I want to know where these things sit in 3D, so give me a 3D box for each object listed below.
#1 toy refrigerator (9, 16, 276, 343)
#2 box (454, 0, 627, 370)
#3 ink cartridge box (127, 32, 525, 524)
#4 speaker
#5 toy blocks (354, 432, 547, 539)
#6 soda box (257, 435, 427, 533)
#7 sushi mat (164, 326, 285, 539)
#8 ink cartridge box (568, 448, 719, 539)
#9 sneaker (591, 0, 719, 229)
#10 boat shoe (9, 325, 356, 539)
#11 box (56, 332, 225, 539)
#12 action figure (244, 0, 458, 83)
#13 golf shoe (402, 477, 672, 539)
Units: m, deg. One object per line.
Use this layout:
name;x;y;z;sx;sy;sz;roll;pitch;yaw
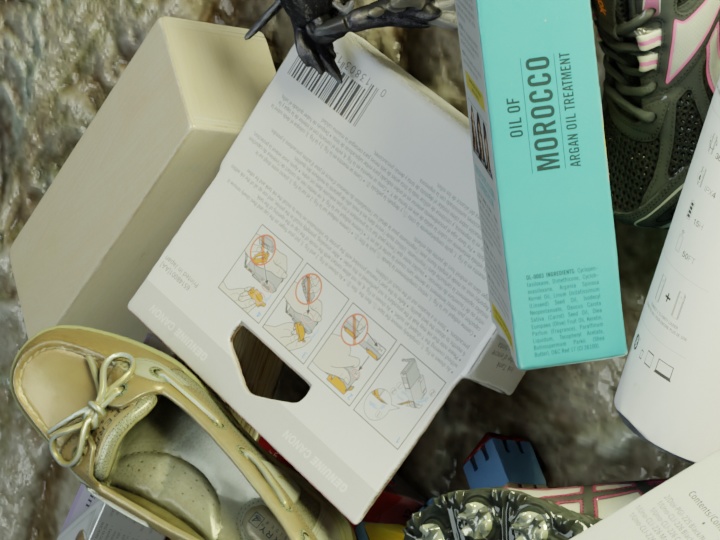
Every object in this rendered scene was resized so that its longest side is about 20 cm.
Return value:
toy refrigerator;-0.111;-0.038;1.458;0.200;0.070;0.076;-53;43;41
box;0.074;-0.065;1.170;0.082;0.049;0.200;-111;14;-75
ink cartridge box;0.000;0.000;1.313;0.200;0.045;0.176;41;101;39
speaker;0.169;-0.021;1.132;0.081;0.081;0.200;36;120;41
toy blocks;0.039;0.169;1.308;0.200;0.100;0.137;-49;48;36
soda box;-0.055;0.175;1.379;0.063;0.070;0.200;41;105;42
sushi mat;-0.065;0.056;1.389;0.096;0.012;0.200;0;68;58
ink cartridge box;0.157;0.181;1.078;0.200;0.175;0.084;62;175;-29
sneaker;0.125;-0.115;1.168;0.080;0.086;0.200;32;118;44
boat shoe;-0.091;0.090;1.310;0.201;0.063;0.073;39;95;18
box;-0.124;0.132;1.375;0.039;0.041;0.200;23;90;63
action figure;0.013;-0.161;1.284;0.200;0.102;0.119;-24;83;58
golf shoe;0.110;0.126;1.191;0.200;0.088;0.077;-6;92;38
